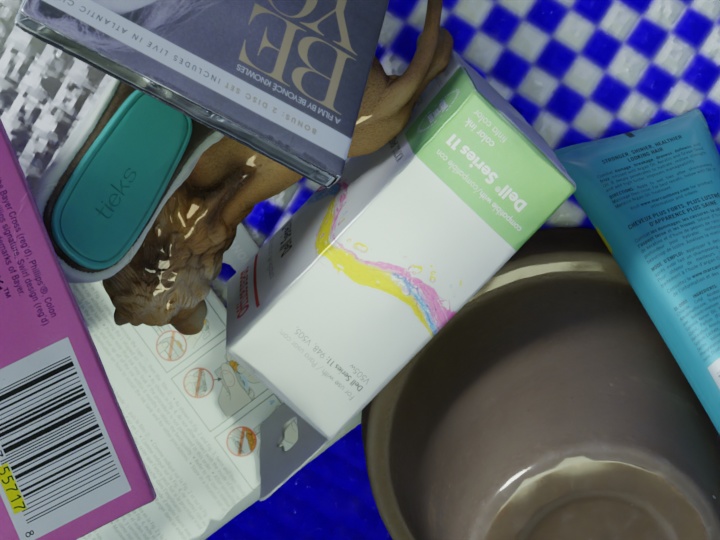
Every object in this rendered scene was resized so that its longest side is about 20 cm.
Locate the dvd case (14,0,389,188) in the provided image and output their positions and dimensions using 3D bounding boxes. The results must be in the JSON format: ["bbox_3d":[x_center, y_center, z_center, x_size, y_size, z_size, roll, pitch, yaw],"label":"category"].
[{"bbox_3d":[-0.050,-0.150,0.924,0.148,0.201,0.016,27,148,-19],"label":"dvd case"}]

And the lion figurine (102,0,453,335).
[{"bbox_3d":[-0.035,-0.058,0.978,0.200,0.123,0.072,-38,111,22],"label":"lion figurine"}]

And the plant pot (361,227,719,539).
[{"bbox_3d":[0.098,0.101,1.005,0.199,0.175,0.201,0,109,0],"label":"plant pot"}]

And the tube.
[{"bbox_3d":[0.156,0.008,0.974,0.077,0.201,0.051,-14,144,-13],"label":"tube"}]

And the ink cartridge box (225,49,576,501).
[{"bbox_3d":[0.000,0.000,1.000,0.067,0.117,0.200,42,98,-12],"label":"ink cartridge box"}]

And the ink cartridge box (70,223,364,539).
[{"bbox_3d":[-0.120,0.063,1.081,0.200,0.050,0.163,-37,103,-6],"label":"ink cartridge box"}]

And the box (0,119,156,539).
[{"bbox_3d":[-0.187,0.023,0.926,0.096,0.200,0.177,-26,104,-19],"label":"box"}]

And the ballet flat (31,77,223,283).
[{"bbox_3d":[-0.084,-0.076,0.947,0.069,0.069,0.200,41,68,-11],"label":"ballet flat"}]
